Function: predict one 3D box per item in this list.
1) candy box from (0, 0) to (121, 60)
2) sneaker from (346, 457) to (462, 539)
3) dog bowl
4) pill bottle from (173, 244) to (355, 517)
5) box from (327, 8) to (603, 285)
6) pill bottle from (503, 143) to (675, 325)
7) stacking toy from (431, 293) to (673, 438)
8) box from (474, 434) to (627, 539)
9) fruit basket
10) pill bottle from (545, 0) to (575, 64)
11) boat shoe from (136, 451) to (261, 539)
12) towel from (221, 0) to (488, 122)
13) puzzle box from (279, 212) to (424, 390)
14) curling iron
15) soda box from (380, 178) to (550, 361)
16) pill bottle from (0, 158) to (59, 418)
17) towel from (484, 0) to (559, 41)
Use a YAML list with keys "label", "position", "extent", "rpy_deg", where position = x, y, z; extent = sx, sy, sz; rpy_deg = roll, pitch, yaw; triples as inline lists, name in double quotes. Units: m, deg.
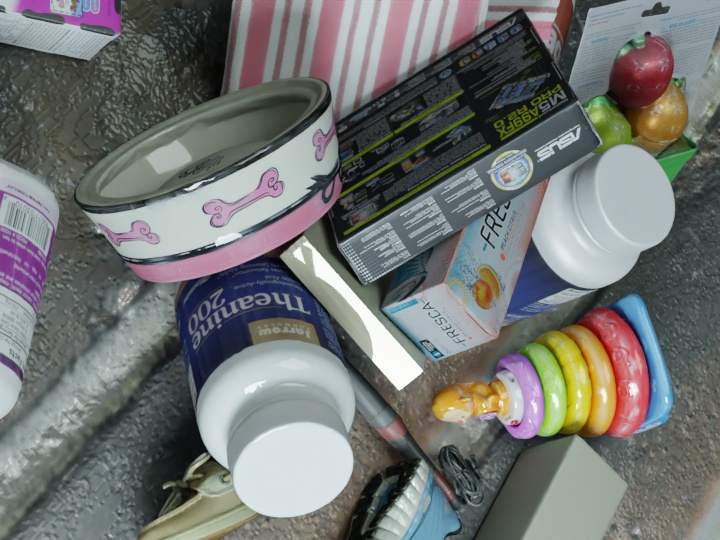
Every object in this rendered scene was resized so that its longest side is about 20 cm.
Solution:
- label: "candy box"
  position: [-0.275, -0.242, 1.207]
  extent: [0.198, 0.061, 0.138]
  rpy_deg: [9, 70, -32]
- label: "sneaker"
  position: [0.023, 0.239, 1.242]
  extent: [0.090, 0.078, 0.201]
  rpy_deg: [45, 56, -17]
- label: "dog bowl"
  position: [-0.101, -0.063, 1.192]
  extent: [0.200, 0.199, 0.074]
  rpy_deg: [-39, 116, -36]
- label: "pill bottle"
  position: [-0.065, 0.072, 1.159]
  extent: [0.110, 0.112, 0.201]
  rpy_deg: [19, 28, -27]
- label: "box"
  position: [0.063, -0.094, 1.226]
  extent: [0.044, 0.199, 0.161]
  rpy_deg: [53, 10, -33]
- label: "pill bottle"
  position: [0.157, -0.031, 1.341]
  extent: [0.110, 0.199, 0.113]
  rpy_deg: [11, 68, -30]
- label: "stacking toy"
  position: [0.148, 0.097, 1.367]
  extent: [0.198, 0.116, 0.111]
  rpy_deg: [-10, 77, -24]
- label: "box"
  position: [0.130, 0.231, 1.313]
  extent: [0.068, 0.082, 0.201]
  rpy_deg: [43, 58, -14]
- label: "fruit basket"
  position: [0.231, -0.152, 1.445]
  extent: [0.184, 0.094, 0.202]
  rpy_deg: [-17, 128, -36]
- label: "pill bottle"
  position: [0.122, -0.207, 1.428]
  extent: [0.112, 0.112, 0.202]
  rpy_deg: [30, 61, -22]
- label: "boat shoe"
  position: [-0.094, 0.153, 1.200]
  extent: [0.199, 0.073, 0.063]
  rpy_deg: [-27, 84, -47]
- label: "towel"
  position: [-0.007, -0.170, 1.289]
  extent: [0.197, 0.148, 0.030]
  rpy_deg: [3, 35, -14]
- label: "puzzle box"
  position: [0.000, 0.000, 1.260]
  extent: [0.133, 0.025, 0.200]
  rpy_deg: [48, 15, -11]
- label: "curling iron"
  position: [0.024, 0.116, 1.315]
  extent: [0.200, 0.026, 0.050]
  rpy_deg: [43, 35, -9]
- label: "soda box"
  position: [0.084, -0.033, 1.238]
  extent: [0.064, 0.068, 0.201]
  rpy_deg: [44, 46, -23]
- label: "pill bottle"
  position: [-0.270, 0.033, 1.091]
  extent: [0.111, 0.112, 0.202]
  rpy_deg: [21, 64, -26]
- label: "towel"
  position: [0.092, -0.267, 1.287]
  extent: [0.144, 0.202, 0.030]
  rpy_deg: [-1, 34, -13]
